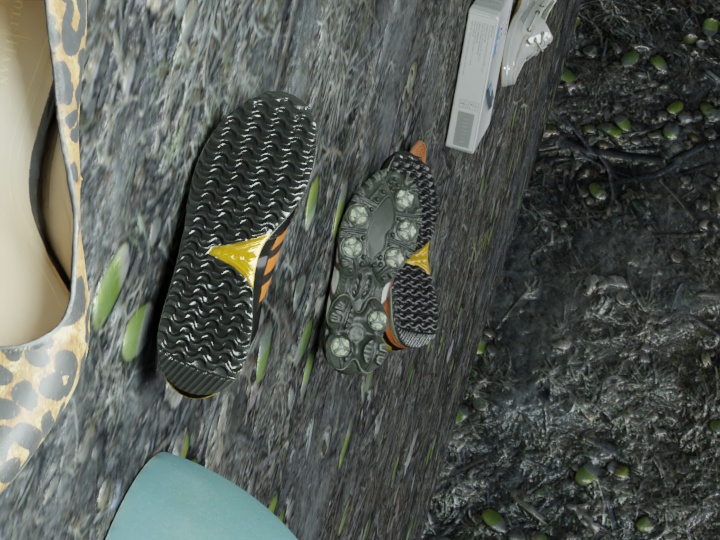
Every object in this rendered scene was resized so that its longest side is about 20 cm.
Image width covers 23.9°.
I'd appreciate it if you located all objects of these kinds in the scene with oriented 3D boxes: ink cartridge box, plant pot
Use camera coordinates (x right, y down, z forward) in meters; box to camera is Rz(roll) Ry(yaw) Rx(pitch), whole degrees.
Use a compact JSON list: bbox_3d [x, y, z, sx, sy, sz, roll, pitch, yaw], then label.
[{"bbox_3d":[0.165,-0.283,2.246,0.176,0.044,0.201,-61,164,-54],"label":"ink cartridge box"},{"bbox_3d":[-0.096,0.236,1.140,0.200,0.134,0.201,14,90,-81],"label":"plant pot"}]

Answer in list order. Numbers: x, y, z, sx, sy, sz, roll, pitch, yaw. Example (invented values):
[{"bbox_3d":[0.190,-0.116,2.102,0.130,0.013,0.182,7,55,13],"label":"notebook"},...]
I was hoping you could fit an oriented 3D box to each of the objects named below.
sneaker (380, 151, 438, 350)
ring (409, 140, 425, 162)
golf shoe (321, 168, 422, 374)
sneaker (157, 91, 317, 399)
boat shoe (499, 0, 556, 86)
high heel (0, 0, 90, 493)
[{"bbox_3d":[0.027,-0.018,1.728,0.090,0.070,0.202,-13,-104,51],"label":"sneaker"},{"bbox_3d":[0.038,-0.049,1.908,0.200,0.019,0.202,16,90,-81],"label":"ring"},{"bbox_3d":[0.000,0.000,1.637,0.088,0.077,0.201,167,-61,-75],"label":"golf shoe"},{"bbox_3d":[-0.084,-0.015,1.077,0.090,0.070,0.201,131,-24,-76],"label":"sneaker"},{"bbox_3d":[0.266,-0.370,2.653,0.071,0.069,0.201,89,18,-65],"label":"boat shoe"},{"bbox_3d":[-0.136,-0.027,0.633,0.143,0.071,0.201,102,-10,-61],"label":"high heel"}]
